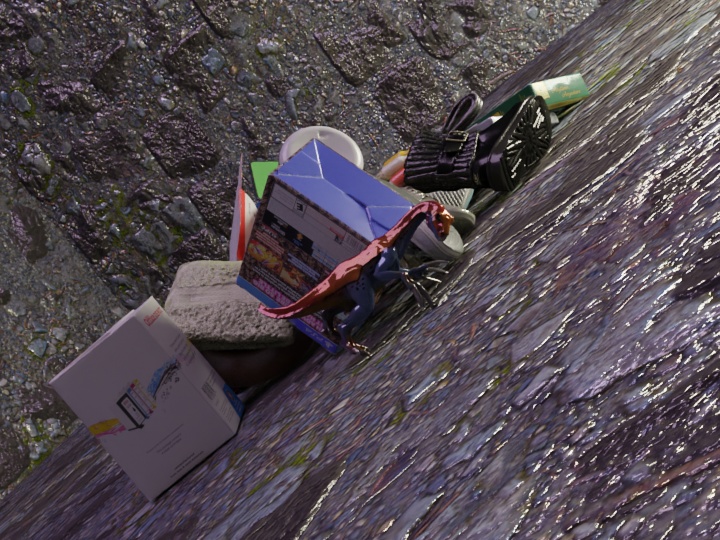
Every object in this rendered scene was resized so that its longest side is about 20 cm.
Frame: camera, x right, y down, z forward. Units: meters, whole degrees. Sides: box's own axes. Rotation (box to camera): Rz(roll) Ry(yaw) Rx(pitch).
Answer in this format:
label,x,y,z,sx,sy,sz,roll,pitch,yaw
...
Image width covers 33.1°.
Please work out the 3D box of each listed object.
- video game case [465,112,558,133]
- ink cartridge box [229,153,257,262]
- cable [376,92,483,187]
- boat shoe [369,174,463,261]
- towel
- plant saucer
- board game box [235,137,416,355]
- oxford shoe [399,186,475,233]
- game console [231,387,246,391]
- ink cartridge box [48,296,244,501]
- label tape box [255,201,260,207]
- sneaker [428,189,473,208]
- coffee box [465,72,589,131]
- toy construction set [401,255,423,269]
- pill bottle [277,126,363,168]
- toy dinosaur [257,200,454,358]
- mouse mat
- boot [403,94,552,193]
label,x,y,z,sx,sy,sz,roll,pitch,yaw
video game case,0.180,-0.189,1.860,0.200,0.023,0.182,-28,-10,40
ink cartridge box,-0.171,-0.051,1.846,0.200,0.050,0.161,106,165,-46
cable,0.100,-0.180,1.765,0.200,0.050,0.097,-47,27,17
boat shoe,0.057,-0.055,1.517,0.202,0.074,0.065,41,106,47
towel,-0.176,0.045,1.668,0.199,0.037,0.149,0,53,13
plant saucer,-0.160,0.074,1.699,0.200,0.200,0.037,-42,-38,-25
board game box,-0.044,-0.028,1.463,0.097,0.159,0.200,-45,-15,-42
oxford shoe,0.073,-0.084,1.620,0.200,0.075,0.058,6,68,47
game console,-0.156,0.080,1.859,0.200,0.119,0.172,-42,7,-25
ink cartridge box,-0.271,0.161,1.566,0.144,0.200,0.147,-39,6,5
label tape box,-0.107,-0.043,2.056,0.144,0.200,0.063,-37,3,27
sneaker,0.116,-0.084,1.740,0.200,0.074,0.082,-50,-19,-35
coffee box,0.254,-0.245,1.925,0.123,0.044,0.200,-17,-9,-38
toy construction set,0.000,0.000,1.618,0.200,0.092,0.131,-29,-14,22
pill bottle,-0.062,-0.089,1.603,0.109,0.109,0.200,-43,-18,-31
toy dinosaur,0.017,-0.001,1.309,0.182,0.199,0.105,-70,20,7
mouse mat,-0.081,-0.149,2.006,0.199,0.008,0.161,0,28,-11
boot,0.163,-0.176,1.681,0.157,0.080,0.211,0,31,35
